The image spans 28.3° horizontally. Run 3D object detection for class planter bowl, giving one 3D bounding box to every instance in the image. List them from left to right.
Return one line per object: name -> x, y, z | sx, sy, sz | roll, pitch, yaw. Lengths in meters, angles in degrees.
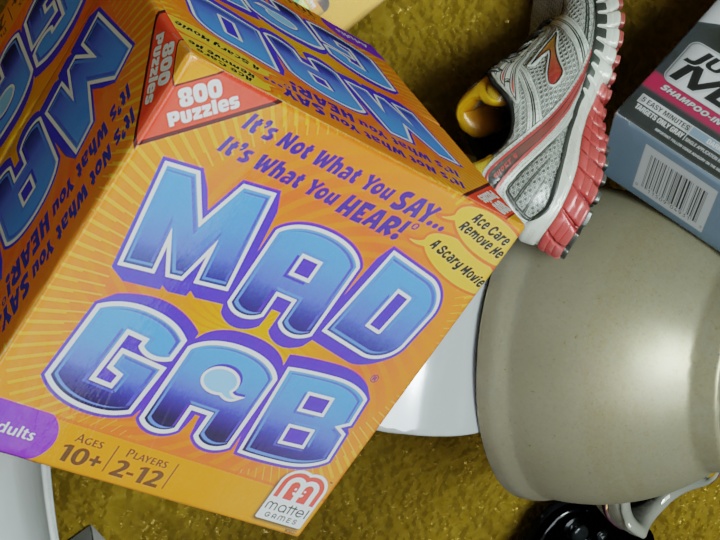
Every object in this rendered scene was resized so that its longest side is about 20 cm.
planter bowl -> 0.175, 0.051, 0.861 | 0.199, 0.133, 0.203 | -19, 112, -55

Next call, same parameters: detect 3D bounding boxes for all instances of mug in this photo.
mug -> 0.008, 0.002, 0.855 | 0.184, 0.149, 0.155 | 5, 101, -23

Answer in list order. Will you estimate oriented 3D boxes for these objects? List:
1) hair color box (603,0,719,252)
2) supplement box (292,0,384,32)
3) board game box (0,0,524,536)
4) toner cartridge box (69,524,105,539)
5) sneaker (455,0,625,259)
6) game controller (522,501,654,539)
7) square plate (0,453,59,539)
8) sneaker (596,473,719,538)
hair color box -> 0.239, -0.111, 0.841 | 0.200, 0.099, 0.061 | -46, 161, -25
supplement box -> -0.066, -0.142, 0.820 | 0.199, 0.069, 0.067 | -37, 116, 3
board game box -> -0.084, -0.029, 0.706 | 0.198, 0.200, 0.201 | 23, 111, -36
toner cartridge box -> -0.131, 0.269, 0.942 | 0.043, 0.095, 0.201 | -35, 115, 0
sneaker -> 0.101, -0.106, 0.819 | 0.081, 0.202, 0.078 | 17, 143, -6
game controller -> 0.133, 0.256, 1.031 | 0.103, 0.042, 0.202 | 23, 106, -20
square plate -> -0.263, 0.113, 0.819 | 0.197, 0.029, 0.200 | 11, 131, 8
sneaker -> 0.233, 0.093, 0.969 | 0.074, 0.090, 0.201 | 30, 102, -23
